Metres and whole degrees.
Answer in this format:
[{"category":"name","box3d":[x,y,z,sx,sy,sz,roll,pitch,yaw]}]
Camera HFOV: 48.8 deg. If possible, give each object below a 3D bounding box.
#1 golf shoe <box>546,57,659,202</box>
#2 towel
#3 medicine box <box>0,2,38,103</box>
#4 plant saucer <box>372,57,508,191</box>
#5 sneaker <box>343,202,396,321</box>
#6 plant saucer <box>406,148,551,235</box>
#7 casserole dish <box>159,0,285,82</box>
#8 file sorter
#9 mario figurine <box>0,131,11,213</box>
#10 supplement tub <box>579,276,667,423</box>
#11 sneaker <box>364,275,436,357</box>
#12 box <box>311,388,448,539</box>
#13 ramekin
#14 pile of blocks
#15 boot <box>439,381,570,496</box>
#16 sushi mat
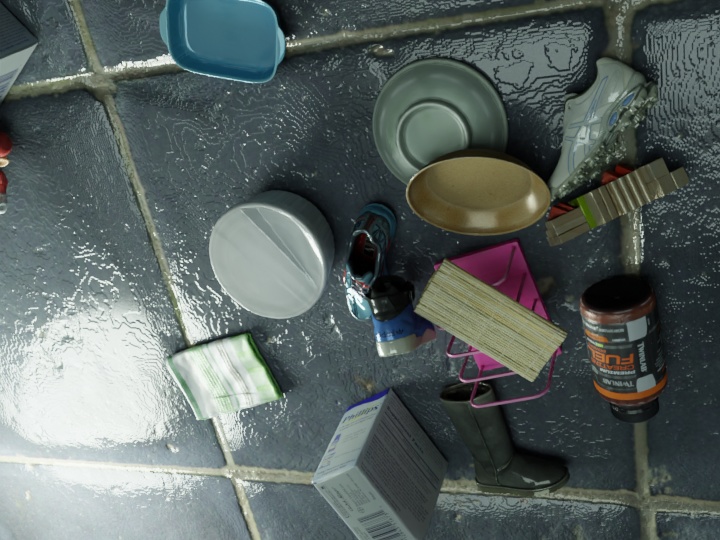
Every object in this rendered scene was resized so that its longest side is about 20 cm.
[{"category":"golf shoe","box3d":[0.296,-0.185,1.042,0.097,0.078,0.201,48,127,20]},{"category":"towel","box3d":[-0.256,0.201,1.474,0.198,0.031,0.151,-18,111,27]},{"category":"medicine box","box3d":[-0.651,-0.363,1.260,0.200,0.103,0.182,45,123,-9]},{"category":"plant saucer","box3d":[0.106,-0.191,1.108,0.197,0.050,0.203,9,120,15]},{"category":"sneaker","box3d":[0.000,0.000,1.226,0.078,0.096,0.203,14,121,16]},{"category":"plant saucer","box3d":[0.162,-0.112,1.094,0.197,0.036,0.201,7,154,3]},{"category":"casserole dish","box3d":[-0.193,-0.341,1.141,0.197,0.039,0.123,13,121,13]},{"category":"file sorter","box3d":[0.197,0.084,1.182,0.137,0.126,0.202,-16,112,27]},{"category":"mario figurine","box3d":[-0.671,-0.167,1.372,0.122,0.107,0.201,7,137,-25]},{"category":"supplement tub","box3d":[0.383,0.119,1.144,0.105,0.107,0.202,-7,115,24]},{"category":"sneaker","box3d":[0.062,0.059,1.200,0.076,0.200,0.113,-11,90,19]},{"category":"box","box3d":[0.039,0.340,1.339,0.104,0.200,0.185,-29,106,32]},{"category":"ramekin","box3d":[-0.131,-0.033,1.257,0.199,0.094,0.205,9,121,16]},{"category":"pile of blocks","box3d":[0.333,-0.101,1.068,0.198,0.082,0.063,-26,89,21]},{"category":"boot","box3d":[0.239,0.275,1.317,0.179,0.073,0.203,-10,107,23]},{"category":"sushi mat","box3d":[0.177,0.070,1.098,0.198,0.012,0.096,31,121,6]}]
